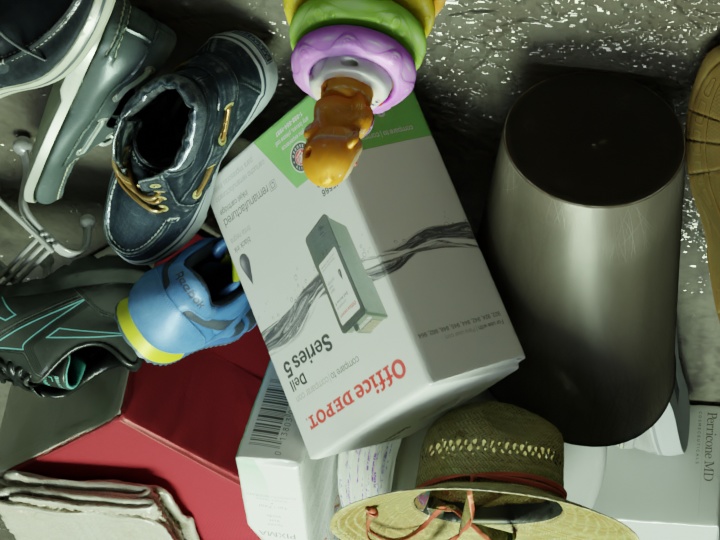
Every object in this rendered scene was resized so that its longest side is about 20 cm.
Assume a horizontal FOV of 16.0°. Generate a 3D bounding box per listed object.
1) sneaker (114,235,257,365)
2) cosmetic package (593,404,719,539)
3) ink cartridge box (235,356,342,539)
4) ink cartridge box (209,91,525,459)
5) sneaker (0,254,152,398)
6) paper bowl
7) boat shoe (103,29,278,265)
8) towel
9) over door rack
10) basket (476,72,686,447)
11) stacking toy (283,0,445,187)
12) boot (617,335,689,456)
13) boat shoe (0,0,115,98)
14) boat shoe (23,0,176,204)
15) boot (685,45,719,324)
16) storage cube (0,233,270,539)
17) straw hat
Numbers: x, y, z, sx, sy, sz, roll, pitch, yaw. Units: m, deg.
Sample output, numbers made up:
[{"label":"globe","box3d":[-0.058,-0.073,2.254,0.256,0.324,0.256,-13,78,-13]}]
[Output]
[{"label":"sneaker","box3d":[-0.090,0.008,1.723,0.078,0.200,0.066,-38,87,23]},{"label":"cosmetic package","box3d":[0.176,0.160,1.944,0.199,0.108,0.085,1,148,9]},{"label":"ink cartridge box","box3d":[-0.035,0.128,1.753,0.050,0.161,0.200,9,140,10]},{"label":"ink cartridge box","box3d":[0.000,0.000,1.623,0.084,0.200,0.145,-13,165,-38]},{"label":"sneaker","box3d":[-0.232,0.047,1.740,0.199,0.080,0.075,-14,157,18]},{"label":"paper bowl","box3d":[0.090,0.126,1.757,0.104,0.201,0.201,24,168,47]},{"label":"boat shoe","box3d":[-0.131,-0.067,1.615,0.071,0.091,0.200,43,130,11]},{"label":"towel","box3d":[-0.180,0.200,1.842,0.132,0.035,0.200,5,150,13]},{"label":"over door rack","box3d":[-0.293,-0.054,1.760,0.200,0.067,0.148,34,141,-14]},{"label":"basket","box3d":[0.140,-0.016,1.623,0.136,0.181,0.200,-16,144,-14]},{"label":"stacking toy","box3d":[-0.002,-0.130,1.414,0.110,0.200,0.116,27,144,-27]},{"label":"boot","box3d":[0.178,0.073,1.832,0.095,0.074,0.200,1,145,15]},{"label":"boat shoe","box3d":[-0.217,-0.150,1.563,0.062,0.075,0.200,25,151,-36]},{"label":"boat shoe","box3d":[-0.169,-0.100,1.635,0.062,0.073,0.200,16,142,-12]},{"label":"boot","box3d":[0.286,-0.056,1.577,0.155,0.201,0.073,-17,-165,-27]},{"label":"storage cube","box3d":[-0.136,0.093,1.851,0.180,0.171,0.200,30,144,-29]},{"label":"straw hat","box3d":[0.082,0.130,1.625,0.200,0.085,0.201,6,157,2]}]
